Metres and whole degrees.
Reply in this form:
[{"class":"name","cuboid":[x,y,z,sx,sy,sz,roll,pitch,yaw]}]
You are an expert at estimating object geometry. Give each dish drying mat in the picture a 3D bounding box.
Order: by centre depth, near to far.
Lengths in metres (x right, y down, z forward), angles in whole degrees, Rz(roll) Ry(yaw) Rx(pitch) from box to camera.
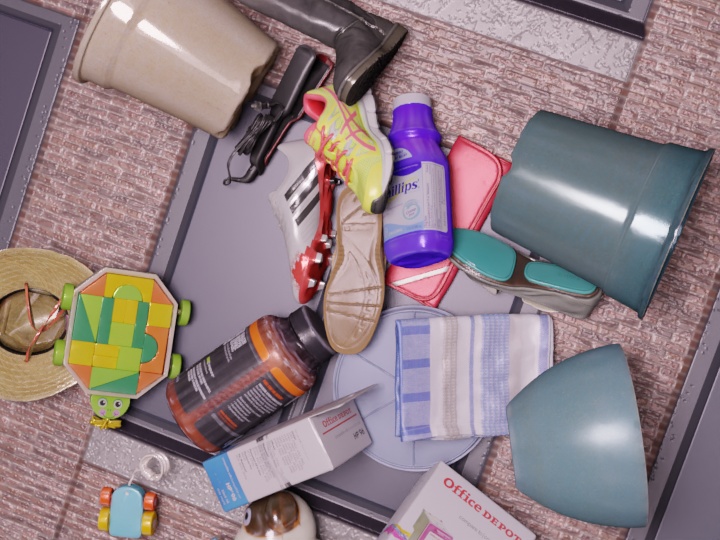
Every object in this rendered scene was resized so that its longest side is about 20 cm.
[{"class":"dish drying mat","cuboid":[0.104,-0.056,1.356,0.077,0.018,0.201,29,96,8]}]

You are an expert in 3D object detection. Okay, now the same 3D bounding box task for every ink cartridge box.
[{"class":"ink cartridge box","cuboid":[0.085,0.342,1.289,0.144,0.085,0.200,38,57,4]},{"class":"ink cartridge box","cuboid":[-0.068,0.206,1.321,0.199,0.116,0.068,-26,87,25]}]

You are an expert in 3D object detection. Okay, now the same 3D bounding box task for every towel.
[{"class":"towel","cuboid":[0.136,0.125,1.316,0.199,0.024,0.148,-1,92,-16]}]

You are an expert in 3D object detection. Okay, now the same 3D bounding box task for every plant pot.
[{"class":"plant pot","cuboid":[0.233,0.189,1.250,0.134,0.200,0.201,-8,91,7]},{"class":"plant pot","cuboid":[0.261,-0.076,1.253,0.195,0.200,0.201,24,96,16]},{"class":"plant pot","cuboid":[-0.204,-0.257,1.324,0.183,0.200,0.201,32,97,-6]}]

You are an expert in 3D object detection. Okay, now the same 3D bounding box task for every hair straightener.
[{"class":"hair straightener","cuboid":[-0.114,-0.186,1.359,0.200,0.077,0.041,-53,55,11]}]

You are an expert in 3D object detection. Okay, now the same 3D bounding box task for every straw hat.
[{"class":"straw hat","cuboid":[-0.412,0.063,1.407,0.200,0.085,0.202,-2,95,-17]}]

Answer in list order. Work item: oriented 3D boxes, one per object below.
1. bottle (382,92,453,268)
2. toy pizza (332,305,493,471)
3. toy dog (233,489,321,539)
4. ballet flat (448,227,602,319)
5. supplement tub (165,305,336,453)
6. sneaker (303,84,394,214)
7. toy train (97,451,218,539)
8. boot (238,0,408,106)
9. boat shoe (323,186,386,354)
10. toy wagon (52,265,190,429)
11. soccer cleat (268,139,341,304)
[{"class":"bottle","cuboid":[0.064,-0.106,1.316,0.083,0.065,0.201,-17,68,45]},{"class":"toy pizza","cuboid":[0.066,0.141,1.363,0.199,0.032,0.201,0,93,8]},{"class":"toy dog","cuboid":[-0.065,0.353,1.341,0.194,0.140,0.200,-41,85,-8]},{"class":"ballet flat","cuboid":[0.182,0.011,1.325,0.199,0.068,0.064,19,140,8]},{"class":"supplement tub","cuboid":[-0.127,0.125,1.355,0.200,0.107,0.107,-34,87,9]},{"class":"sneaker","cuboid":[-0.018,-0.139,1.298,0.090,0.078,0.201,-3,48,-17]},{"class":"toy train","cuboid":[-0.235,0.329,1.410,0.150,0.056,0.200,-34,88,4]},{"class":"boot","cuboid":[-0.059,-0.286,1.307,0.200,0.182,0.073,33,125,-1]},{"class":"boat shoe","cuboid":[0.000,0.000,1.348,0.073,0.069,0.201,7,88,9]},{"class":"toy wagon","cuboid":[-0.294,0.099,1.381,0.154,0.040,0.201,9,92,-18]},{"class":"soccer cleat","cuboid":[-0.073,-0.061,1.363,0.085,0.069,0.201,6,90,17]}]
